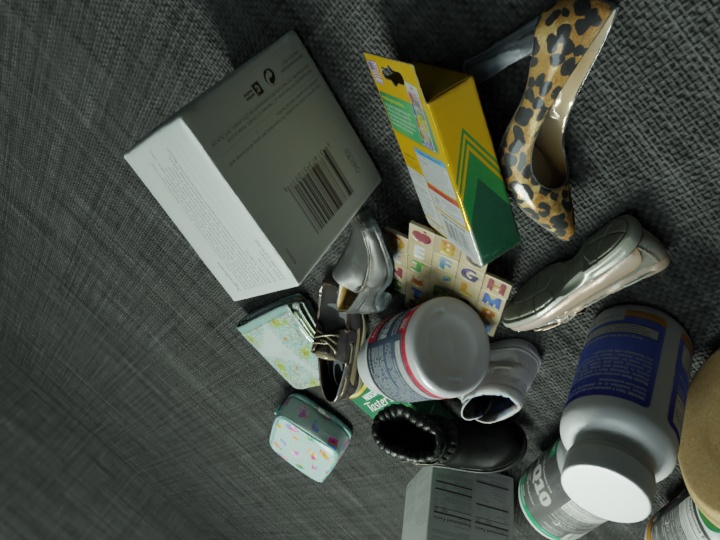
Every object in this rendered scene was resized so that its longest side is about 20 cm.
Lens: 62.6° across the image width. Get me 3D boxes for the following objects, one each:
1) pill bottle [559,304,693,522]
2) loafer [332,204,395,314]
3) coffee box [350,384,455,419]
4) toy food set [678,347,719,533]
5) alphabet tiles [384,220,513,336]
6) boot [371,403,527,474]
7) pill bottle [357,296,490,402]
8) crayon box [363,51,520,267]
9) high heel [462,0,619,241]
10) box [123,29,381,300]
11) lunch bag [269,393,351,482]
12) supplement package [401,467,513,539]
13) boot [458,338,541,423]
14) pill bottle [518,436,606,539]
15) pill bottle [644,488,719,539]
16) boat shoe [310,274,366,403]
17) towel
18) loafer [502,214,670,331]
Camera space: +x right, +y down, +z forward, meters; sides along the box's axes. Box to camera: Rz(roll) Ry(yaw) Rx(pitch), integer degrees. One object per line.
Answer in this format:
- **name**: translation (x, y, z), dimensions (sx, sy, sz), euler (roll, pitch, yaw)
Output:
- **pill bottle**: translation (0.268, 0.142, 0.605), dimensions (0.110, 0.201, 0.114), euler (21, 140, 19)
- **loafer**: translation (0.000, 0.000, 0.744), dimensions (0.202, 0.070, 0.074), euler (85, 164, -54)
- **coffee box**: translation (0.073, 0.233, 0.980), dimensions (0.200, 0.044, 0.123), euler (43, 141, -6)
- **toy food set**: translation (0.367, 0.150, 0.543), dimensions (0.047, 0.200, 0.203), euler (20, 122, -6)
- **alphabet tiles**: translation (0.101, 0.017, 0.738), dimensions (0.163, 0.006, 0.202), euler (26, 153, 17)
- **boot**: translation (0.128, 0.237, 0.831), dimensions (0.205, 0.082, 0.158), euler (-8, 153, 14)
- **pill bottle**: translation (0.071, 0.114, 0.793), dimensions (0.119, 0.120, 0.199), euler (43, 153, -8)
- **crayon box**: translation (0.079, -0.119, 0.570), dimensions (0.203, 0.051, 0.126), euler (64, 174, -30)
- **high heel**: translation (0.183, -0.122, 0.514), dimensions (0.141, 0.071, 0.203), euler (-13, 111, 51)
- **box**: translation (-0.108, -0.113, 0.657), dimensions (0.129, 0.200, 0.202), euler (-13, 121, 44)
- **lunch bag**: translation (-0.108, 0.337, 1.203), dimensions (0.158, 0.077, 0.202), euler (34, 142, 8)
- **supplement package**: translation (0.155, 0.445, 0.969), dimensions (0.146, 0.204, 0.153), euler (15, 142, -5)
- **boot**: translation (0.148, 0.157, 0.802), dimensions (0.074, 0.096, 0.199), euler (46, 141, -11)
- **pill bottle**: translation (0.297, 0.274, 0.786), dimensions (0.111, 0.114, 0.202), euler (29, 141, 10)
- **pill bottle**: translation (0.437, 0.311, 0.707), dimensions (0.114, 0.117, 0.203), euler (26, 140, 14)
- **boat shoe**: translation (-0.034, 0.110, 0.892), dimensions (0.073, 0.073, 0.206), euler (5, 113, 30)
- **towel**: translation (-0.112, 0.131, 1.026), dimensions (0.198, 0.048, 0.172), euler (-21, 113, 48)
- **loafer**: translation (0.231, 0.022, 0.628), dimensions (0.062, 0.073, 0.200), euler (33, 140, -7)
